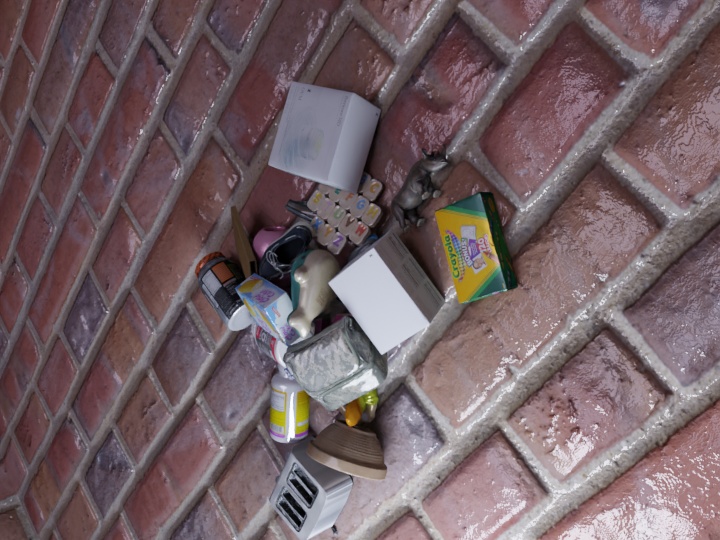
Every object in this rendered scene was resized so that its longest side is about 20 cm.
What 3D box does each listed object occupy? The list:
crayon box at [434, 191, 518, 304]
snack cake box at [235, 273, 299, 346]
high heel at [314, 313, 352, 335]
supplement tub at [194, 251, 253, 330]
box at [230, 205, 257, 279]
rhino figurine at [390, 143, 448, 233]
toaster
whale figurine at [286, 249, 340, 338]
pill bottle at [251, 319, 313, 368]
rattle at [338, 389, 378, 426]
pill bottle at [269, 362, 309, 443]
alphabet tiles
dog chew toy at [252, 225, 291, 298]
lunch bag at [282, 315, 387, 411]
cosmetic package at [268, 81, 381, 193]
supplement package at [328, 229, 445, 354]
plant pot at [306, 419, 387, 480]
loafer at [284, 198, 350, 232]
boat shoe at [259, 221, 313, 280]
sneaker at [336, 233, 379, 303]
[{"bbox_3d":[0.238,-0.046,1.448,0.117,0.058,0.206,-20,83,38],"label":"crayon box"},{"bbox_3d":[-0.214,0.091,1.669,0.199,0.067,0.117,23,144,58],"label":"snack cake box"},{"bbox_3d":[-0.051,0.157,1.695,0.197,0.066,0.099,-13,77,44],"label":"high heel"},{"bbox_3d":[-0.361,0.052,1.909,0.201,0.121,0.124,49,122,24],"label":"supplement tub"},{"bbox_3d":[-0.299,-0.040,1.823,0.166,0.021,0.203,93,158,-48],"label":"box"},{"bbox_3d":[0.129,-0.186,1.520,0.088,0.059,0.203,48,119,37],"label":"rhino figurine"},{"bbox_3d":[-0.122,0.557,1.772,0.199,0.117,0.184,40,119,28],"label":"toaster"},{"bbox_3d":[-0.121,0.049,1.587,0.102,0.160,0.204,4,60,34],"label":"whale figurine"},{"bbox_3d":[-0.203,0.168,1.779,0.199,0.108,0.114,20,109,57],"label":"pill bottle"},{"bbox_3d":[-0.065,0.309,1.689,0.196,0.143,0.133,23,133,26],"label":"rattle"},{"bbox_3d":[-0.180,0.329,1.801,0.102,0.103,0.206,12,103,37],"label":"pill bottle"},{"bbox_3d":[-0.040,-0.145,1.635,0.199,0.015,0.198,37,91,34],"label":"alphabet tiles"},{"bbox_3d":[-0.212,-0.007,1.788,0.122,0.123,0.206,11,110,37],"label":"dog chew toy"},{"bbox_3d":[-0.057,0.200,1.586,0.197,0.168,0.141,-29,32,23],"label":"lunch bag"},{"bbox_3d":[-0.084,-0.307,1.618,0.197,0.122,0.205,19,94,34],"label":"cosmetic package"},{"bbox_3d":[0.058,0.048,1.533,0.155,0.111,0.202,-35,94,35],"label":"supplement package"},{"bbox_3d":[-0.022,0.410,1.639,0.197,0.199,0.095,15,84,36],"label":"plant pot"},{"bbox_3d":[-0.096,-0.142,1.715,0.197,0.072,0.064,26,90,27],"label":"loafer"},{"bbox_3d":[-0.183,-0.034,1.665,0.075,0.062,0.199,43,124,-16],"label":"boat shoe"},{"bbox_3d":[0.000,0.000,1.653,0.082,0.073,0.201,40,124,8],"label":"sneaker"}]
